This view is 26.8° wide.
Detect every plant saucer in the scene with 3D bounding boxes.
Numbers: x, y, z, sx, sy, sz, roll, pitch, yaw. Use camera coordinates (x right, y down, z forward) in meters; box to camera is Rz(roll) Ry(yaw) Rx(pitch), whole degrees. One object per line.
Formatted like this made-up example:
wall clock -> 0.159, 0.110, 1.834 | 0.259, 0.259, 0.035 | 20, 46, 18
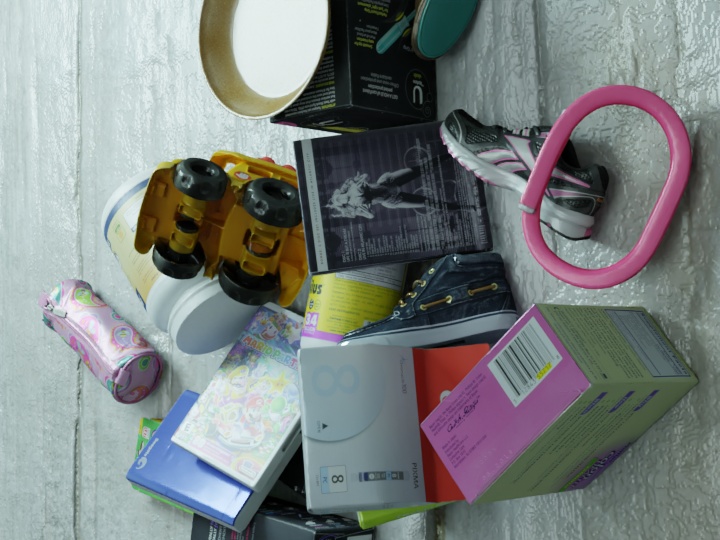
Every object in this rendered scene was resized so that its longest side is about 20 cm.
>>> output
plant saucer -> -0.096, -0.260, 1.610 | 0.199, 0.035, 0.203 | -2, 87, 42

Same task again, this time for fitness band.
fitness band -> 0.238, -0.081, 1.465 | 0.142, 0.037, 0.202 | 25, 97, 11

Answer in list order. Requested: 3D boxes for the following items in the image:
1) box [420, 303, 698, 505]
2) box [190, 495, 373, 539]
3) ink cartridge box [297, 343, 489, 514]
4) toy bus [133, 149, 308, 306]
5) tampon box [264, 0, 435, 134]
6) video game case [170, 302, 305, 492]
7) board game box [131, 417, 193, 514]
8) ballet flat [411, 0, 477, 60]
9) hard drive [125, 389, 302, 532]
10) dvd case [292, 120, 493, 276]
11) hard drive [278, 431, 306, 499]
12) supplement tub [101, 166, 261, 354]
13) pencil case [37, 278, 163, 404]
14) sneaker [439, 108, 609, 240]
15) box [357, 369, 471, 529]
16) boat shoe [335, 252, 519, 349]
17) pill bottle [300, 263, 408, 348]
box -> 0.190, 0.124, 1.432 | 0.176, 0.199, 0.097 | -50, 58, 28
box -> -0.095, 0.333, 1.730 | 0.199, 0.105, 0.124 | 9, 91, 41
ink cartridge box -> 0.040, 0.153, 1.503 | 0.197, 0.047, 0.162 | -5, 73, 0
toy bus -> -0.142, -0.076, 1.731 | 0.193, 0.198, 0.137 | -79, 9, -58
tampon box -> -0.012, -0.260, 1.661 | 0.125, 0.149, 0.203 | -6, 83, 40
video game case -> -0.113, 0.140, 1.733 | 0.142, 0.018, 0.201 | 22, 71, 37
board game box -> -0.212, 0.252, 1.889 | 0.198, 0.030, 0.097 | 13, 96, 38
ballet flat -> 0.099, -0.328, 1.632 | 0.072, 0.067, 0.202 | 43, 116, 56
hard drive -> -0.173, 0.218, 1.763 | 0.199, 0.025, 0.133 | 13, 61, 44
dvd case -> 0.034, -0.080, 1.612 | 0.197, 0.016, 0.151 | -8, 75, -2
hard drive -> -0.074, 0.176, 1.766 | 0.199, 0.038, 0.141 | 27, 106, 39
supplement tub -> -0.213, -0.013, 1.826 | 0.145, 0.144, 0.201 | -50, 58, 27
pencil case -> -0.341, 0.090, 1.973 | 0.200, 0.087, 0.088 | 40, 113, 34
sneaker -> 0.176, -0.117, 1.549 | 0.199, 0.080, 0.087 | 37, 106, 23
box -> 0.079, 0.177, 1.546 | 0.198, 0.048, 0.123 | -16, 74, -6
boat shoe -> 0.065, 0.042, 1.590 | 0.198, 0.071, 0.092 | -11, 70, 0
pill bottle -> 0.000, 0.000, 1.661 | 0.103, 0.104, 0.203 | 7, 84, 41
